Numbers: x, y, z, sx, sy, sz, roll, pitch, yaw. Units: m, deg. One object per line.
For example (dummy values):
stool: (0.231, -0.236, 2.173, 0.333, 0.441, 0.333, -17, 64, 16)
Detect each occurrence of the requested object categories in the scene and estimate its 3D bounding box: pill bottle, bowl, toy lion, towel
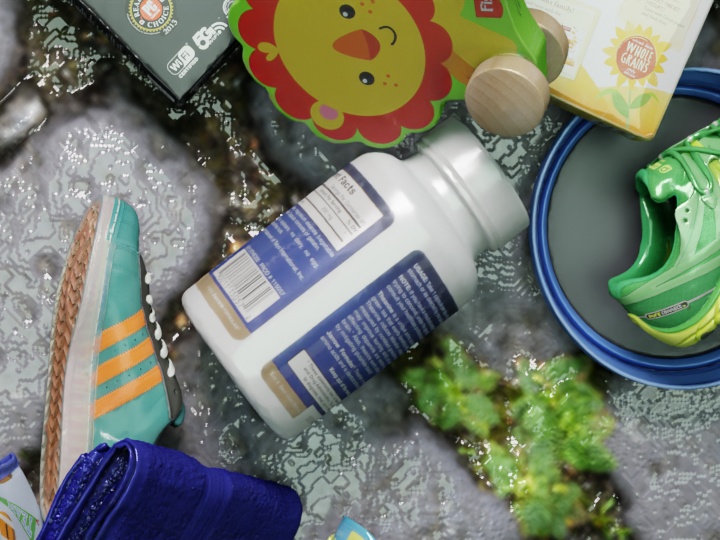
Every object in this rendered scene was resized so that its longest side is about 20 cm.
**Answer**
pill bottle: (0.000, 0.000, 1.017, 0.199, 0.111, 0.111, -37, 95, -3)
bowl: (0.202, -0.027, 1.072, 0.198, 0.039, 0.203, 0, 93, -6)
toy lion: (0.014, -0.155, 0.939, 0.190, 0.069, 0.201, 6, 133, 19)
towel: (-0.122, 0.174, 0.985, 0.049, 0.200, 0.149, 29, 90, 31)

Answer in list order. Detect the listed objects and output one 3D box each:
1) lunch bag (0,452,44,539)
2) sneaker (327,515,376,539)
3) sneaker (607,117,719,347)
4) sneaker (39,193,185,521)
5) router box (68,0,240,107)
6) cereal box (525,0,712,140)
lunch bag: (-0.271, 0.231, 0.999, 0.198, 0.124, 0.172, -22, 94, 8)
sneaker: (-0.034, 0.226, 1.042, 0.198, 0.079, 0.132, -14, 96, -14)
sneaker: (0.213, -0.054, 1.015, 0.083, 0.074, 0.202, 25, 90, -10)
sneaker: (-0.146, 0.057, 1.033, 0.079, 0.071, 0.203, 8, 87, -24)
router box: (-0.097, -0.224, 1.023, 0.150, 0.062, 0.200, 43, 88, -4)
cereal box: (0.148, -0.198, 1.011, 0.143, 0.040, 0.202, 24, 92, -5)
